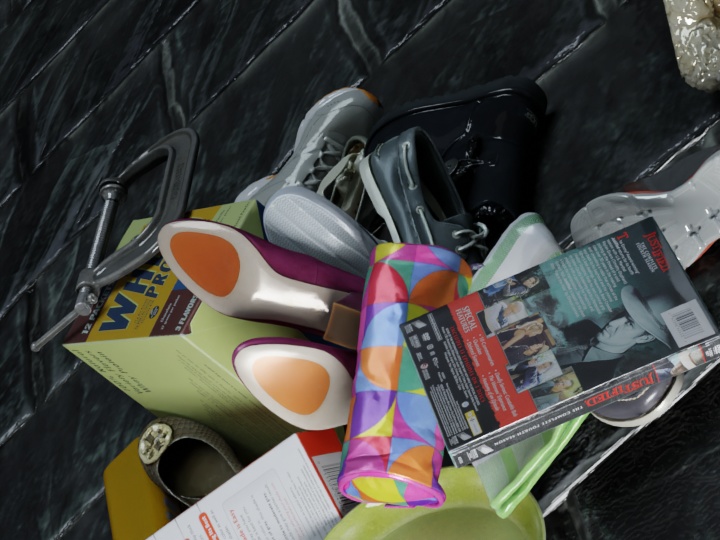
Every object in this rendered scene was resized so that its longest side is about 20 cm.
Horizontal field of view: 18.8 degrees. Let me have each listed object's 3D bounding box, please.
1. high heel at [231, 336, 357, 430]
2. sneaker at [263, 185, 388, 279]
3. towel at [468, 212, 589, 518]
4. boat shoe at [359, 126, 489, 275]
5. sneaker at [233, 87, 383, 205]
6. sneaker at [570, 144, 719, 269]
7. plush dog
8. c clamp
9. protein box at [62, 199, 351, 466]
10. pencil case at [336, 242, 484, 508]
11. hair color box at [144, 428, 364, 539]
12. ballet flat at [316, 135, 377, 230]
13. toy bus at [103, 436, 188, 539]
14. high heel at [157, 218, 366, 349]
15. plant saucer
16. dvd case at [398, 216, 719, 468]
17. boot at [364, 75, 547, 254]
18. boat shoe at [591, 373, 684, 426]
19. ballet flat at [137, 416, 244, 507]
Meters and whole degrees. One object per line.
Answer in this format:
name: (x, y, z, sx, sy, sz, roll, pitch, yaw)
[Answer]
high heel: (-0.021, 0.078, 1.697, 0.068, 0.199, 0.096, -65, 28, 19)
sneaker: (0.000, 0.000, 1.762, 0.073, 0.200, 0.071, -40, 19, 20)
towel: (0.111, 0.063, 1.583, 0.150, 0.031, 0.200, -56, 29, 23)
boat shoe: (0.068, -0.026, 1.741, 0.062, 0.073, 0.201, -41, 64, 26)
sneaker: (-0.046, -0.082, 2.058, 0.200, 0.076, 0.092, -49, 21, 20)
sneaker: (0.246, -0.049, 1.608, 0.199, 0.077, 0.082, -20, 13, 43)
plush dog: (0.312, -0.257, 1.682, 0.171, 0.161, 0.201, -12, 41, 12)
c clamp: (-0.208, -0.039, 1.874, 0.170, 0.027, 0.201, -30, 31, 33)
protein box: (-0.103, 0.058, 1.839, 0.200, 0.198, 0.135, -7, 50, 54)
pencil case: (0.035, 0.076, 1.599, 0.088, 0.088, 0.201, -18, 53, 47)
hair color box: (-0.081, 0.220, 1.701, 0.200, 0.064, 0.111, -36, 74, 25)
ballet flat: (-0.024, -0.036, 1.981, 0.067, 0.064, 0.201, -16, 44, 48)
toy bus: (-0.175, 0.211, 1.893, 0.065, 0.078, 0.200, -44, 28, 13)
high heel: (-0.061, 0.010, 1.711, 0.068, 0.199, 0.096, -64, -12, 14)
plant saucer: (0.045, 0.224, 1.550, 0.199, 0.031, 0.201, -20, 36, 15)
dvd case: (0.136, 0.047, 1.502, 0.199, 0.022, 0.146, -25, 38, 2)
boot: (0.065, -0.072, 1.875, 0.199, 0.076, 0.169, -18, 38, 37)
boat shoe: (0.164, 0.053, 1.588, 0.073, 0.063, 0.200, -50, 27, 1)
ballet flat: (-0.122, 0.179, 1.803, 0.200, 0.046, 0.068, 37, 97, 37)
